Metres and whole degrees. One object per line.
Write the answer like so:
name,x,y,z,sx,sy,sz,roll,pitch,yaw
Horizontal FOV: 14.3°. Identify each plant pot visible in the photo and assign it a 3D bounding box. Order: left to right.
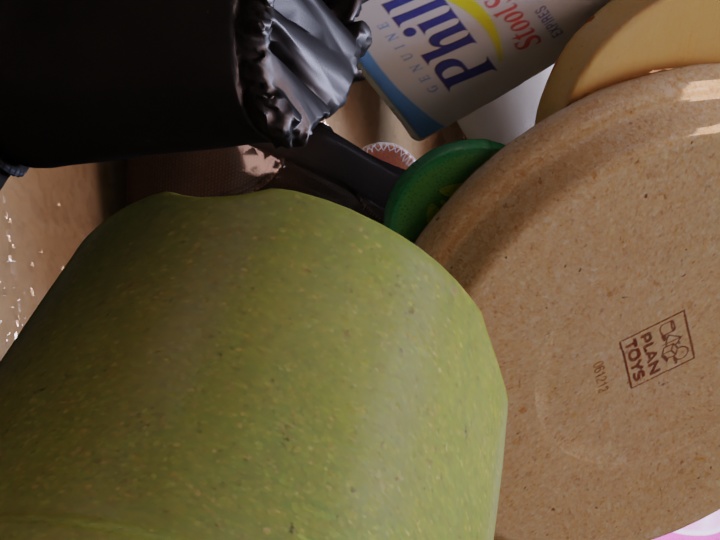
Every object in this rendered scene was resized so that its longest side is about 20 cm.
plant pot,-0.042,0.084,0.736,0.184,0.200,0.201,-70,144,-44

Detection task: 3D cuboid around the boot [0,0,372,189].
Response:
boot,-0.082,-0.038,0.721,0.073,0.162,0.199,53,39,-46

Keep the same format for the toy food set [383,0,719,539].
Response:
toy food set,0.084,0.012,0.923,0.200,0.198,0.049,50,3,-44

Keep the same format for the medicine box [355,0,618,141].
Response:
medicine box,-0.011,-0.174,0.883,0.182,0.103,0.200,47,14,-53

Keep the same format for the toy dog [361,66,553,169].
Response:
toy dog,0.035,-0.062,1.092,0.132,0.096,0.200,19,82,-66

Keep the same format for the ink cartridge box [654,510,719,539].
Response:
ink cartridge box,0.092,0.071,1.045,0.095,0.037,0.200,20,76,-37

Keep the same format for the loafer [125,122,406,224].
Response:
loafer,0.000,0.000,0.956,0.200,0.073,0.071,23,82,-27
